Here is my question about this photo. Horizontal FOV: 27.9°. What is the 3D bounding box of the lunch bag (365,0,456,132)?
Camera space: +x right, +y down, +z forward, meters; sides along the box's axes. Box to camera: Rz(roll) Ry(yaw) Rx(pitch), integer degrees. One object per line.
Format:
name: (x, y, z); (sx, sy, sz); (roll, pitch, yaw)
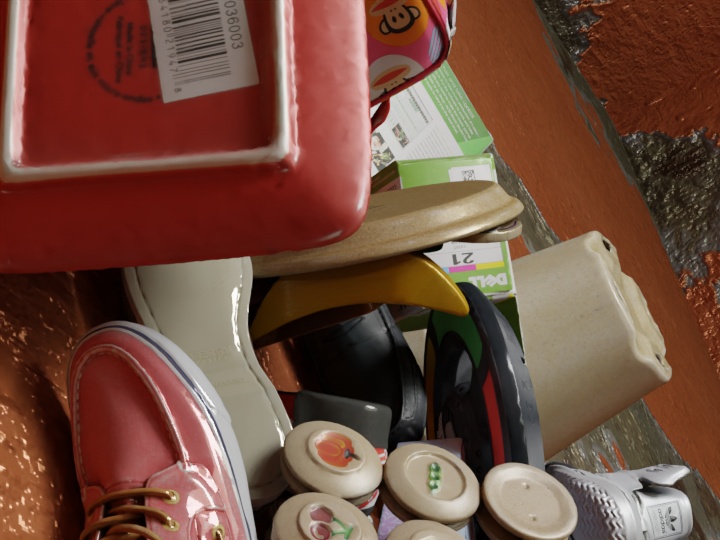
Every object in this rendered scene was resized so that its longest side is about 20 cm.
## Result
lunch bag: (-0.042, -0.153, 0.941); (0.177, 0.199, 0.082); (57, 19, -25)

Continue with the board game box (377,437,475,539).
board game box: (0.040, 0.222, 0.754); (0.200, 0.041, 0.201); (-70, 153, -68)

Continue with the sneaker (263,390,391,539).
sneaker: (-0.026, 0.125, 0.809); (0.201, 0.067, 0.109); (135, -34, -82)

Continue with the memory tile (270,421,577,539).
memory tile: (0.031, 0.146, 0.636); (0.152, 0.017, 0.200); (16, 34, -8)

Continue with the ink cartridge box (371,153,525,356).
ink cartridge box: (0.050, 0.033, 1.025); (0.148, 0.075, 0.201); (150, -67, -68)

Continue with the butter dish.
butter dish: (-0.091, -0.076, 0.710); (0.148, 0.198, 0.201); (78, 8, -67)

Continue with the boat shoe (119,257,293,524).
boat shoe: (-0.086, 0.041, 0.754); (0.071, 0.060, 0.201); (-6, 58, -26)

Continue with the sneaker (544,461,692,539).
sneaker: (0.154, 0.148, 0.858); (0.200, 0.114, 0.076); (130, -46, -76)

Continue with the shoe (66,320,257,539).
shoe: (-0.088, 0.114, 0.613); (0.201, 0.071, 0.091); (69, 15, 9)

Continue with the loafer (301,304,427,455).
loafer: (-0.011, 0.040, 0.962); (0.070, 0.068, 0.201); (48, 15, -45)

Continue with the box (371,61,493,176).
box: (0.015, -0.111, 1.166); (0.200, 0.036, 0.145); (-45, 110, -39)

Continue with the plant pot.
plant pot: (0.142, 0.067, 1.171); (0.201, 0.183, 0.201); (54, 19, -27)

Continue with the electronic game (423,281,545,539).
electronic game: (0.068, 0.107, 0.876); (0.200, 0.041, 0.201); (176, -90, -80)

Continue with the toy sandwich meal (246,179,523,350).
toy sandwich meal: (0.000, 0.000, 0.842); (0.205, 0.204, 0.071); (-39, 118, -73)
